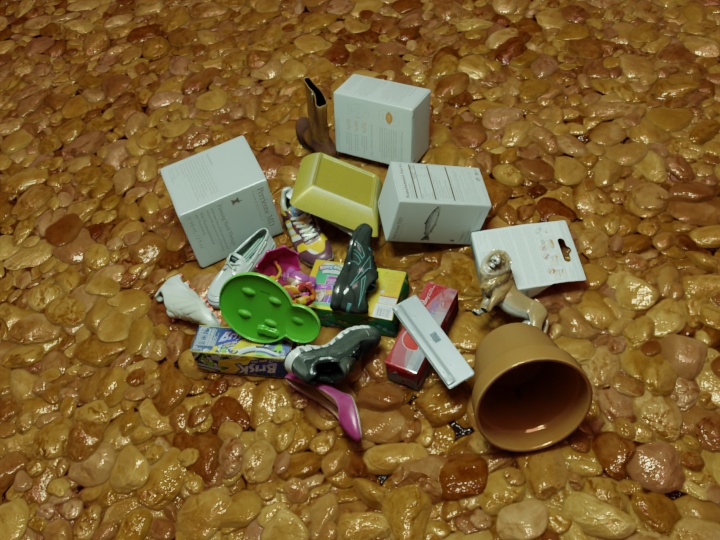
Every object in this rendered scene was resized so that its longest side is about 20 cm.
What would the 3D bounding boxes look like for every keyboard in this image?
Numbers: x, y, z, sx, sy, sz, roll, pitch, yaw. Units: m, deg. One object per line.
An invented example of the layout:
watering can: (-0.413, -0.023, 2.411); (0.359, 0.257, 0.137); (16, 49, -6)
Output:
keyboard: (0.130, 0.126, 1.441); (0.056, 0.011, 0.201); (-23, 55, -18)

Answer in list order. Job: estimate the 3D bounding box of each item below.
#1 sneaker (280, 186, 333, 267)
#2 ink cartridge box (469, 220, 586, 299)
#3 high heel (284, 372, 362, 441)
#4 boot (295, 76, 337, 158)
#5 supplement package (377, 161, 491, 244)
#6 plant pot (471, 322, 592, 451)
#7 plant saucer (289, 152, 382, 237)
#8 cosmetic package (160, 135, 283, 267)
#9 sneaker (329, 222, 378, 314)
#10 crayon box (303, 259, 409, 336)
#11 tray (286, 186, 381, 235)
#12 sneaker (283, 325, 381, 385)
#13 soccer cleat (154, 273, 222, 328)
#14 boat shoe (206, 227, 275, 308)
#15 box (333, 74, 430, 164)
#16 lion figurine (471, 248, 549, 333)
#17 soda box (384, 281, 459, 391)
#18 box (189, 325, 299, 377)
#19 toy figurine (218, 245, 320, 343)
sneaker: (-0.123, -0.093, 1.685); (0.074, 0.091, 0.201); (-28, 51, -12)
ink cartridge box: (0.330, -0.017, 1.580); (0.196, 0.048, 0.162); (-8, 51, 0)
high heel: (-0.065, 0.239, 1.420); (0.094, 0.068, 0.201); (-15, 45, -15)
boot: (-0.116, -0.354, 1.822); (0.067, 0.202, 0.190); (-19, 51, -7)
supplement package: (0.148, -0.136, 1.619); (0.196, 0.118, 0.119); (1, 49, -15)
plant pot: (0.274, 0.184, 1.343); (0.196, 0.203, 0.141); (-12, 34, 0)
plant saucer: (-0.039, -0.174, 1.683); (0.197, 0.049, 0.201); (20, 36, -9)
cosmetic package: (-0.299, -0.150, 1.713); (0.197, 0.169, 0.167); (-24, 50, -9)
sneaker: (0.000, 0.000, 1.539); (0.078, 0.076, 0.202); (15, 60, 4)
crayon box: (-0.012, 0.052, 1.572); (0.196, 0.059, 0.120); (8, 53, 16)
tray: (-0.053, -0.137, 1.687); (0.198, 0.022, 0.108); (31, 36, 5)
sneaker: (-0.035, 0.161, 1.439); (0.197, 0.067, 0.090); (-17, 36, -29)
soccer cleat: (-0.348, 0.078, 1.606); (0.077, 0.070, 0.199); (-42, 46, -13)
boat shoe: (-0.257, -0.012, 1.660); (0.073, 0.067, 0.201); (22, 58, 25)
box: (0.049, -0.340, 1.803); (0.197, 0.154, 0.107); (17, 42, 21)
lion figurine: (0.290, 0.061, 1.478); (0.200, 0.072, 0.123); (43, 67, 0)
soda box: (0.119, 0.120, 1.492); (0.069, 0.064, 0.201); (17, 57, 22)
box: (-0.218, 0.155, 1.517); (0.196, 0.071, 0.065); (4, 50, 13)
toy figurine: (-0.144, 0.031, 1.508); (0.197, 0.152, 0.185); (18, 35, 5)
